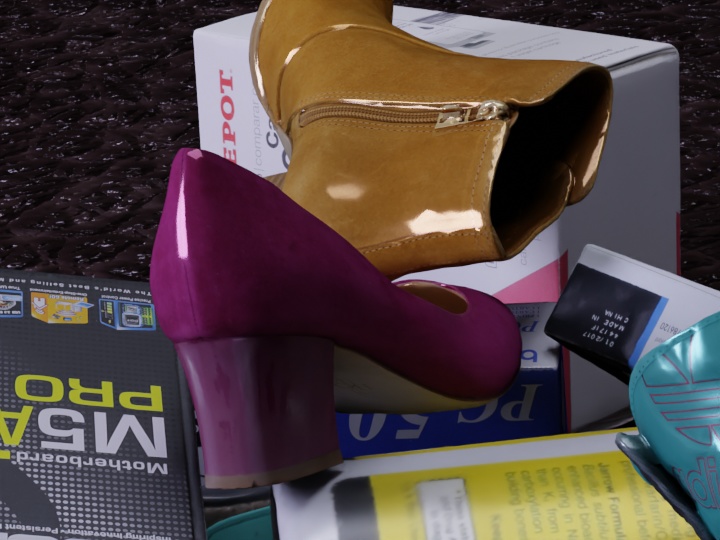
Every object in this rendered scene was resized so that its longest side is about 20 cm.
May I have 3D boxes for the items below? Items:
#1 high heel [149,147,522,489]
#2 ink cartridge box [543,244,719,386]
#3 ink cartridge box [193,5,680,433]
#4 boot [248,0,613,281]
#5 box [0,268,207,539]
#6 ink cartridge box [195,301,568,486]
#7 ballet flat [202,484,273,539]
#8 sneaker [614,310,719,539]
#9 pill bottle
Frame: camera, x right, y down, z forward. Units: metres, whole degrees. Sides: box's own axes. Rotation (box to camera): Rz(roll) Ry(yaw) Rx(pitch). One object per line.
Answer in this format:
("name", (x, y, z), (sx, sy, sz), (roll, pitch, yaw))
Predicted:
("high heel", (0.000, 0.000, 0.868), (0.067, 0.096, 0.200), (-5, 6, 20))
("ink cartridge box", (0.161, 0.056, 0.974), (0.200, 0.039, 0.099), (29, -4, -37))
("ink cartridge box", (0.029, -0.025, 1.166), (0.200, 0.147, 0.083), (12, 22, 42))
("boot", (0.026, -0.060, 1.019), (0.144, 0.071, 0.201), (-9, 38, 29))
("box", (-0.147, 0.054, 0.829), (0.199, 0.044, 0.160), (6, 30, -10))
("ink cartridge box", (-0.027, 0.063, 0.998), (0.199, 0.094, 0.044), (-2, 33, 7))
("ballet flat", (-0.057, 0.102, 0.959), (0.199, 0.073, 0.073), (-8, 18, 9))
("sneaker", (0.107, 0.069, 0.701), (0.084, 0.121, 0.200), (-31, 0, 26))
("pill bottle", (0.077, 0.103, 0.838), (0.199, 0.115, 0.114), (-6, 19, -4))
